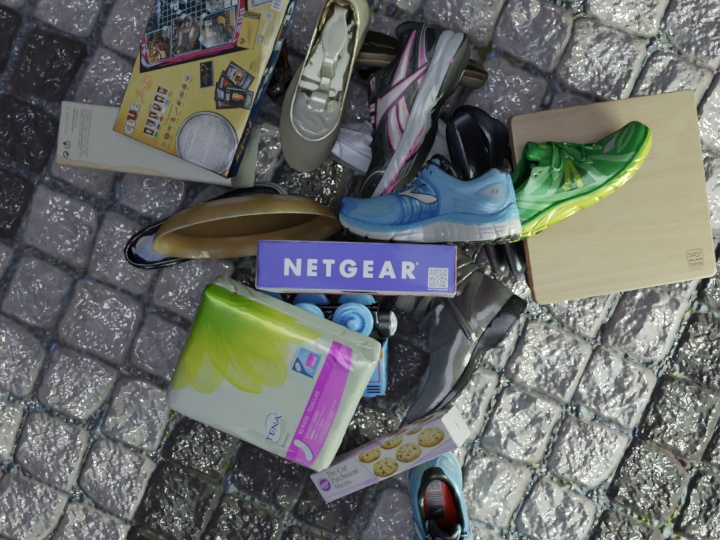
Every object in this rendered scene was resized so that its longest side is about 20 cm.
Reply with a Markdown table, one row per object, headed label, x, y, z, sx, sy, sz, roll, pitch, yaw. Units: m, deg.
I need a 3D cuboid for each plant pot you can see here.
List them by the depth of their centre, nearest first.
| label | x | y | z | sx | sy | sz | roll | pitch | yaw |
| --- | --- | --- | --- | --- | --- | --- | --- | --- | --- |
| plant pot | -0.121 | -0.047 | 1.264 | 0.199 | 0.200 | 0.028 | -9 | 79 | 4 |

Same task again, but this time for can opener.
| label | x | y | z | sx | sy | sz | roll | pitch | yaw |
| --- | --- | --- | --- | --- | --- | --- | --- | --- | --- |
| can opener | 0.137 | -0.085 | 1.315 | 0.078 | 0.063 | 0.201 | -29 | 114 | -25 |

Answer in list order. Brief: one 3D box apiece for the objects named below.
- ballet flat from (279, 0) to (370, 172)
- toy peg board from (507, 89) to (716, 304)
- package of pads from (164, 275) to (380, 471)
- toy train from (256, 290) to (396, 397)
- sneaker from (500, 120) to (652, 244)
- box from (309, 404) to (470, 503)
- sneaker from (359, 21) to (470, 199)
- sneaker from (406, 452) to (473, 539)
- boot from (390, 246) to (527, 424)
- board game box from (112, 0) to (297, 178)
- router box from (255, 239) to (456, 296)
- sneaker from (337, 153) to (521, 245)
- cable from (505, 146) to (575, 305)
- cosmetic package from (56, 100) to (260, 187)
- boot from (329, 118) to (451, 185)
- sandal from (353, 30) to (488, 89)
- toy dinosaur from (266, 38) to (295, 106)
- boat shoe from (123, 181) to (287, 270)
| label | x | y | z | sx | sy | sz | roll | pitch | yaw |
| --- | --- | --- | --- | --- | --- | --- | --- | --- | --- |
| ballet flat | -0.040 | -0.200 | 1.263 | 0.069 | 0.069 | 0.201 | 16 | 97 | 1 |
| toy peg board | 0.263 | -0.080 | 1.307 | 0.199 | 0.098 | 0.200 | -9 | 94 | -4 |
| package of pads | -0.097 | 0.114 | 1.298 | 0.199 | 0.068 | 0.155 | 24 | 112 | 0 |
| toy train | -0.058 | 0.084 | 1.358 | 0.199 | 0.087 | 0.115 | 0 | 103 | 5 |
| sneaker | 0.205 | -0.101 | 1.215 | 0.199 | 0.074 | 0.084 | -30 | 99 | -2 |
| box | 0.032 | 0.207 | 1.344 | 0.200 | 0.039 | 0.042 | -28 | 93 | 33 |
| sneaker | 0.041 | -0.171 | 1.278 | 0.086 | 0.080 | 0.201 | 28 | 97 | 15 |
| sneaker | 0.090 | 0.305 | 1.359 | 0.078 | 0.090 | 0.201 | -13 | 94 | 3 |
| boot | 0.083 | 0.073 | 1.366 | 0.131 | 0.070 | 0.200 | 38 | 89 | 6 |
| board game box | -0.159 | -0.213 | 1.232 | 0.135 | 0.035 | 0.201 | 23 | 102 | 7 |
| router box | 0.000 | 0.000 | 1.253 | 0.199 | 0.179 | 0.049 | 2 | 88 | 4 |
| sneaker | 0.070 | -0.071 | 1.212 | 0.199 | 0.078 | 0.090 | 0 | 89 | 28 |
| cable | 0.194 | -0.046 | 1.360 | 0.097 | 0.050 | 0.200 | -42 | 81 | 4 |
| cosmetic package | -0.221 | -0.139 | 1.325 | 0.199 | 0.104 | 0.073 | 9 | 95 | 10 |
| boot | 0.028 | -0.150 | 1.344 | 0.199 | 0.074 | 0.096 | 26 | 90 | -8 |
| sandal | 0.041 | -0.223 | 1.335 | 0.199 | 0.080 | 0.054 | 13 | 118 | -2 |
| toy dinosaur | -0.132 | -0.273 | 1.313 | 0.102 | 0.136 | 0.200 | -48 | 67 | 7 |
| boat shoe | -0.175 | -0.045 | 1.364 | 0.199 | 0.057 | 0.069 | -22 | 94 | 5 |
